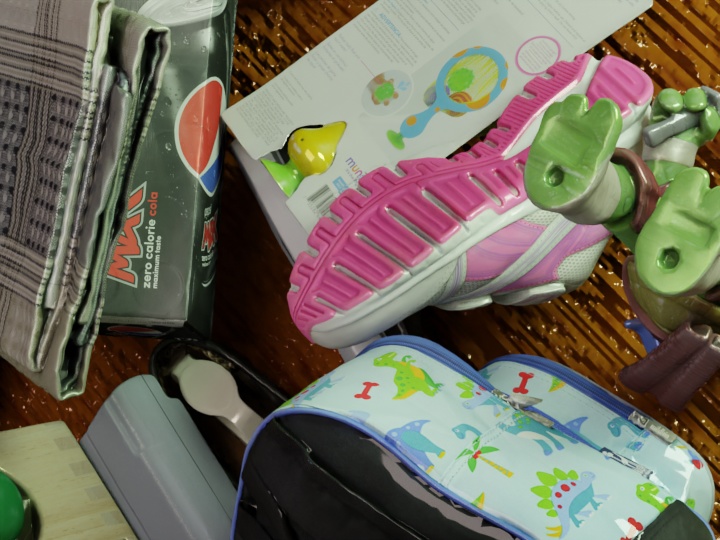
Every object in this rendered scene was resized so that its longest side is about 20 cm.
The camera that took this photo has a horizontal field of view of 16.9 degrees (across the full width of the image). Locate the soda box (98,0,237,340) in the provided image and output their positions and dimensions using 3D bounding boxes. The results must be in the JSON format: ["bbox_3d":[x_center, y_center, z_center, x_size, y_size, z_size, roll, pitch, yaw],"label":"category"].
[{"bbox_3d":[-0.106,-0.068,1.239,0.070,0.063,0.202,2,80,8],"label":"soda box"}]

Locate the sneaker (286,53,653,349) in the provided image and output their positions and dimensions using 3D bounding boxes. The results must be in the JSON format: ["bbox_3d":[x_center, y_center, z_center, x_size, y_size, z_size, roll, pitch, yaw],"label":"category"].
[{"bbox_3d":[0.061,-0.014,1.137,0.199,0.089,0.081,-30,36,-5],"label":"sneaker"}]

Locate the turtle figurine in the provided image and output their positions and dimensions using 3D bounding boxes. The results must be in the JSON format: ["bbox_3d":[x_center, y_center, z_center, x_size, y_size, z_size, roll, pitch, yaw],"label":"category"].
[{"bbox_3d":[0.169,-0.035,1.049,0.199,0.194,0.145,-26,68,23],"label":"turtle figurine"}]

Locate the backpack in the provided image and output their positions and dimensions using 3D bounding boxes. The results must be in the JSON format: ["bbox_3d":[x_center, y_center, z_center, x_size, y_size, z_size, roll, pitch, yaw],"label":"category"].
[{"bbox_3d":[0.049,0.127,1.099,0.199,0.147,0.184,33,133,18],"label":"backpack"}]

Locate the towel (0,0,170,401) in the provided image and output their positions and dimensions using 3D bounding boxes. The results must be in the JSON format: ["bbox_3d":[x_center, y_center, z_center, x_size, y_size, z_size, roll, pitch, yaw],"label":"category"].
[{"bbox_3d":[-0.170,-0.052,1.218,0.200,0.034,0.194,24,100,55],"label":"towel"}]

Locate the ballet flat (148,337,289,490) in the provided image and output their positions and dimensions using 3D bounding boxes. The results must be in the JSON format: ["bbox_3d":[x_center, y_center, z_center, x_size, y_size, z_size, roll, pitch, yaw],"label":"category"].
[{"bbox_3d":[-0.043,0.099,1.228,0.200,0.068,0.068,37,82,30],"label":"ballet flat"}]

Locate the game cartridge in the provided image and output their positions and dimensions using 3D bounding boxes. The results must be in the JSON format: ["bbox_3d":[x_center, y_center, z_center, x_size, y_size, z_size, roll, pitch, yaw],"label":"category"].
[{"bbox_3d":[-0.122,0.167,1.256,0.134,0.040,0.200,52,131,23],"label":"game cartridge"}]

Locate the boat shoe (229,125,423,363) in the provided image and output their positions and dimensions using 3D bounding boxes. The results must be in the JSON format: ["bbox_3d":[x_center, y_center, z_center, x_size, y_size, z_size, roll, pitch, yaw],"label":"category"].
[{"bbox_3d":[0.000,0.000,1.224,0.056,0.069,0.201,-28,67,-4],"label":"boat shoe"}]

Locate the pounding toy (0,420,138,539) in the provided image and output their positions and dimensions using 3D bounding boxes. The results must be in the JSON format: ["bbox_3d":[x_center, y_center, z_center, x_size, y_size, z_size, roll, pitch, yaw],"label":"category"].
[{"bbox_3d":[-0.205,0.175,1.186,0.142,0.183,0.200,54,131,26],"label":"pounding toy"}]

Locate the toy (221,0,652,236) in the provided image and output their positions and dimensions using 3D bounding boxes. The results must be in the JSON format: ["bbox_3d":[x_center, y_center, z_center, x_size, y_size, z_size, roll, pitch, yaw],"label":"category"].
[{"bbox_3d":[0.040,-0.094,1.206,0.199,0.047,0.115,-34,50,-4],"label":"toy"}]
